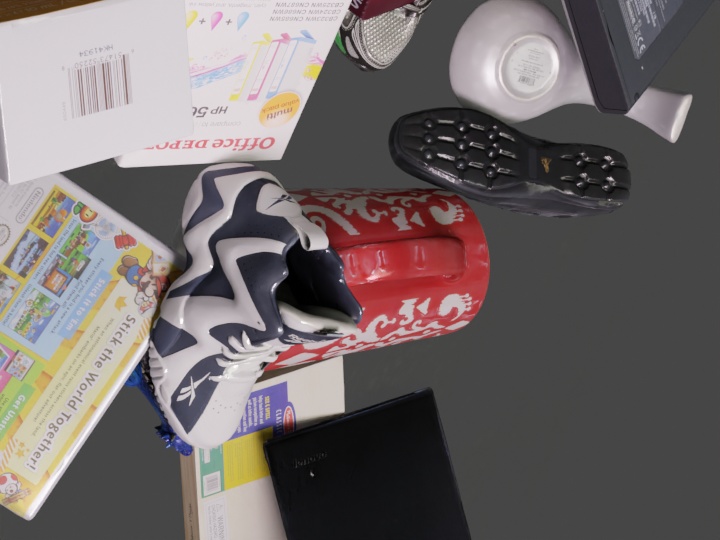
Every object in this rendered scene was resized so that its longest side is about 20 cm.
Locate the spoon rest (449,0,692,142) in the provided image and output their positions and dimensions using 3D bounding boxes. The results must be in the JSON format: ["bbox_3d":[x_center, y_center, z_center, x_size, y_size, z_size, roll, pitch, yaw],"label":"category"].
[{"bbox_3d":[0.153,-0.146,1.695,0.200,0.061,0.099,16,99,-27],"label":"spoon rest"}]

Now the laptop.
[{"bbox_3d":[-0.015,0.216,1.716,0.187,0.116,0.200,-14,145,-45],"label":"laptop"}]

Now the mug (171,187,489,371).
[{"bbox_3d":[-0.004,0.010,1.567,0.200,0.178,0.133,-5,116,-40],"label":"mug"}]

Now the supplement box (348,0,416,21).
[{"bbox_3d":[0.047,-0.262,1.410,0.109,0.061,0.200,-26,151,-40],"label":"supplement box"}]

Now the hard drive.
[{"bbox_3d":[0.217,-0.231,1.664,0.200,0.033,0.140,-50,132,-35],"label":"hard drive"}]

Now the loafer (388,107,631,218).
[{"bbox_3d":[0.107,-0.074,1.675,0.201,0.070,0.068,11,70,-25],"label":"loafer"}]

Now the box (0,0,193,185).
[{"bbox_3d":[-0.203,-0.139,1.327,0.124,0.200,0.098,-18,120,-30],"label":"box"}]

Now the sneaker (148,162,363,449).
[{"bbox_3d":[-0.062,0.042,1.425,0.079,0.130,0.199,-1,114,-42],"label":"sneaker"}]

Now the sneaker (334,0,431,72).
[{"bbox_3d":[0.041,-0.230,1.545,0.078,0.085,0.200,17,100,-40],"label":"sneaker"}]

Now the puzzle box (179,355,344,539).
[{"bbox_3d":[-0.071,0.164,1.677,0.133,0.025,0.200,-16,119,-30],"label":"puzzle box"}]

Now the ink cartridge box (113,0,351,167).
[{"bbox_3d":[-0.102,-0.162,1.413,0.129,0.125,0.200,-4,135,-34],"label":"ink cartridge box"}]

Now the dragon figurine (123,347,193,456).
[{"bbox_3d":[-0.159,0.039,1.506,0.059,0.099,0.200,-41,129,-16],"label":"dragon figurine"}]

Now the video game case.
[{"bbox_3d":[-0.234,0.031,1.444,0.182,0.023,0.200,35,87,-11],"label":"video game case"}]
